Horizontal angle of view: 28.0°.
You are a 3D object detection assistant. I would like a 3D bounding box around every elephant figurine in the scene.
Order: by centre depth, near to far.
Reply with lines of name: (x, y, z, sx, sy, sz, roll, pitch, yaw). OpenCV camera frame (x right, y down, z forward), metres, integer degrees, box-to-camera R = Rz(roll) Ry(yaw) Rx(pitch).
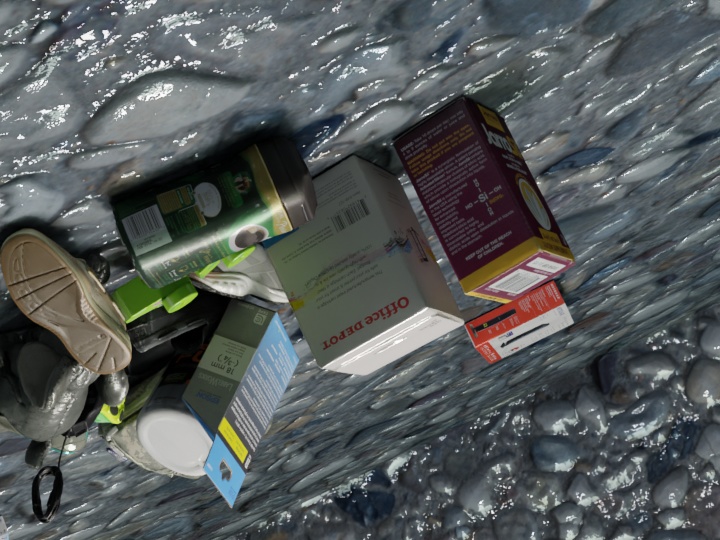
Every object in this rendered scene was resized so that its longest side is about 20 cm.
elephant figurine: (-0.323, 0.101, 1.582, 0.200, 0.155, 0.142, -24, -157, 44)

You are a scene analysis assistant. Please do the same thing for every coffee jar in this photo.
coffee jar: (-0.143, -0.061, 1.467, 0.200, 0.085, 0.104, -23, 160, -3)

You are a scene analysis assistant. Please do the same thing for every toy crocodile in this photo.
toy crocodile: (-0.178, -0.012, 1.559, 0.200, 0.068, 0.062, -37, 173, -10)

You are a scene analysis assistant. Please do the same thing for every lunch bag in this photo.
lunch bag: (-0.251, 0.197, 2.042, 0.200, 0.140, 0.168, -33, 145, 25)

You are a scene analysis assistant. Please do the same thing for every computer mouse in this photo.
computer mouse: (-0.330, 0.199, 1.654, 0.058, 0.200, 0.034, -4, 145, 30)

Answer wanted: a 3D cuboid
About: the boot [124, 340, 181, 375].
boot: (-0.306, 0.096, 1.751, 0.162, 0.074, 0.198, -13, 162, -30)

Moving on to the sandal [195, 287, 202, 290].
sandal: (-0.173, 0.025, 1.763, 0.076, 0.043, 0.200, -25, 164, 0)

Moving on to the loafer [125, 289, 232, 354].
loafer: (-0.199, 0.062, 1.643, 0.068, 0.071, 0.200, -23, 169, 29)

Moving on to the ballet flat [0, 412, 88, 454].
ballet flat: (-0.418, 0.161, 1.721, 0.067, 0.199, 0.064, -67, 173, -70)

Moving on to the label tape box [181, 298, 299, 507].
label tape box: (-0.149, 0.152, 1.665, 0.144, 0.063, 0.200, 71, 40, -61)

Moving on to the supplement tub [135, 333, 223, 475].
supplement tub: (-0.191, 0.150, 1.827, 0.123, 0.122, 0.200, -40, -164, 42)

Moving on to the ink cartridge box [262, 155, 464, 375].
ink cartridge box: (0.000, 0.000, 1.656, 0.147, 0.200, 0.145, -29, 163, 16)

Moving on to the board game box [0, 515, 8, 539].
board game box: (-0.694, 0.479, 2.434, 0.200, 0.034, 0.135, -19, 163, -19)

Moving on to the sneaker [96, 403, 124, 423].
sneaker: (-0.373, 0.168, 1.905, 0.083, 0.074, 0.200, 0, 176, 19)

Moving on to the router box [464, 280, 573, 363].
router box: (0.293, 0.097, 2.640, 0.179, 0.049, 0.200, -27, 163, 7)

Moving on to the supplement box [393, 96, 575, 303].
supplement box: (0.140, -0.076, 1.622, 0.103, 0.200, 0.131, -32, 162, 21)

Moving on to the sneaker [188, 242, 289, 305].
sneaker: (-0.123, -0.007, 1.672, 0.074, 0.080, 0.200, 17, -178, 31)

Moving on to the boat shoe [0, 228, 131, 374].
boat shoe: (-0.298, 0.022, 1.468, 0.072, 0.065, 0.200, -24, 131, 13)
